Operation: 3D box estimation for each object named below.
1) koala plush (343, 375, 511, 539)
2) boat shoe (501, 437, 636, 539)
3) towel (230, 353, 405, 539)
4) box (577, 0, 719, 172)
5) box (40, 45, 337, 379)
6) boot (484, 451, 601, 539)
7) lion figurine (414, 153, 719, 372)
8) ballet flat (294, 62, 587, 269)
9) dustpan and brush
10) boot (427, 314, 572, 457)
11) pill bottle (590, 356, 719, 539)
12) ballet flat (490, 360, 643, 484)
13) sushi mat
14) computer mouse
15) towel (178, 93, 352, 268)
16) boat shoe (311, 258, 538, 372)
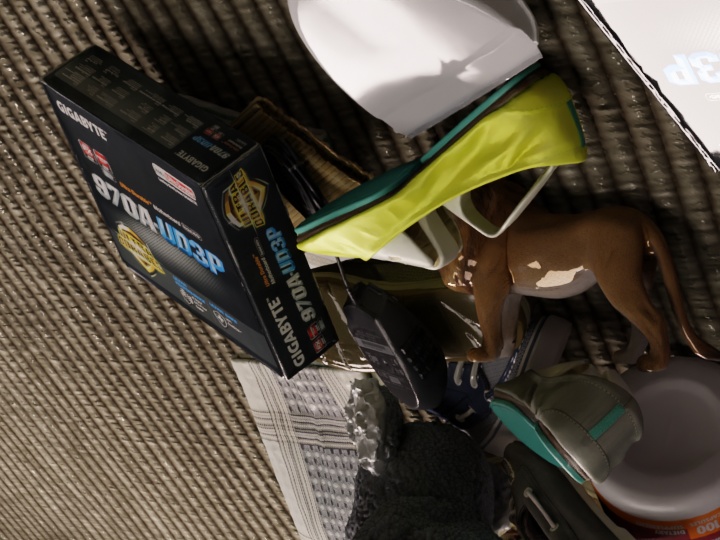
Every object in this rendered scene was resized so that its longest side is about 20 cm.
[{"bbox_3d":[0.043,0.178,1.464,0.177,0.200,0.184,35,129,-27],"label":"koala plush"},{"bbox_3d":[0.125,0.165,1.369,0.067,0.057,0.200,59,172,-32],"label":"boat shoe"},{"bbox_3d":[-0.021,0.128,1.636,0.192,0.035,0.200,7,117,59],"label":"towel"},{"bbox_3d":[0.199,-0.114,0.989,0.200,0.046,0.159,1,141,51],"label":"box"},{"bbox_3d":[-0.107,-0.038,1.390,0.200,0.046,0.159,33,152,46],"label":"box"},{"bbox_3d":[0.092,0.209,1.619,0.073,0.156,0.200,34,160,-31],"label":"boot"},{"bbox_3d":[0.113,-0.007,1.279,0.200,0.123,0.072,2,-178,25],"label":"lion figurine"},{"bbox_3d":[0.045,-0.040,1.226,0.200,0.067,0.067,-33,94,36],"label":"ballet flat"},{"bbox_3d":[-0.009,-0.165,1.163,0.200,0.057,0.140,34,148,-19],"label":"dustpan and brush"},{"bbox_3d":[0.076,0.067,1.470,0.090,0.073,0.200,25,157,3],"label":"boot"},{"bbox_3d":[0.214,0.151,1.412,0.113,0.113,0.200,18,154,31],"label":"pill bottle"},{"bbox_3d":[0.126,0.083,1.303,0.067,0.064,0.200,46,177,-6],"label":"ballet flat"},{"bbox_3d":[-0.055,-0.053,1.404,0.096,0.012,0.200,36,159,-8],"label":"sushi mat"},{"bbox_3d":[0.000,0.000,1.348,0.200,0.034,0.059,60,161,-21],"label":"computer mouse"},{"bbox_3d":[-0.046,-0.040,1.485,0.149,0.031,0.200,20,156,34],"label":"towel"},{"bbox_3d":[0.031,0.019,1.419,0.201,0.066,0.072,-2,121,39],"label":"boat shoe"}]
